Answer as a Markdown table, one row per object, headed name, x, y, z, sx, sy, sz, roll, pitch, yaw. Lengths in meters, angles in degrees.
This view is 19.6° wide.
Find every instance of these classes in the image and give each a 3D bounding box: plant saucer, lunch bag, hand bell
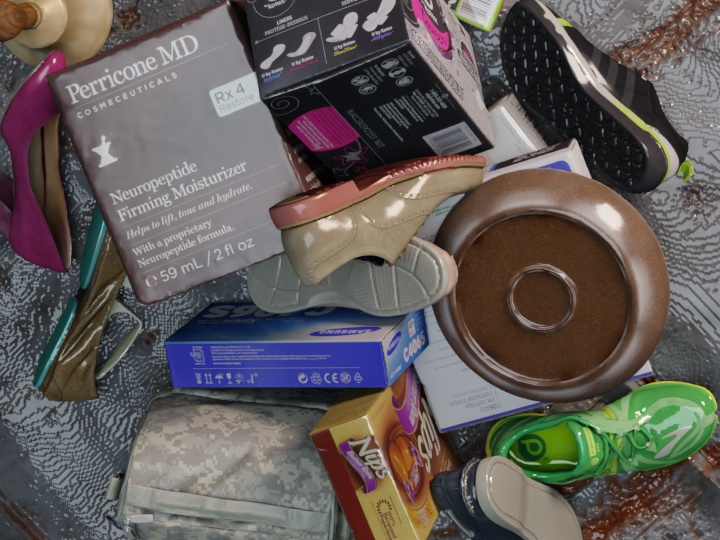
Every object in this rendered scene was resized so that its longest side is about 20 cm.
| name | x | y | z | sx | sy | sz | roll | pitch | yaw |
| --- | --- | --- | --- | --- | --- | --- | --- | --- | --- |
| plant saucer | 0.147 | 0.018 | 1.667 | 0.198 | 0.032 | 0.202 | 5 | 111 | 14 |
| lunch bag | -0.099 | 0.175 | 1.739 | 0.198 | 0.168 | 0.141 | 8 | 101 | 5 |
| hand bell | -0.271 | -0.205 | 1.673 | 0.103 | 0.200 | 0.105 | 1 | 100 | 6 |

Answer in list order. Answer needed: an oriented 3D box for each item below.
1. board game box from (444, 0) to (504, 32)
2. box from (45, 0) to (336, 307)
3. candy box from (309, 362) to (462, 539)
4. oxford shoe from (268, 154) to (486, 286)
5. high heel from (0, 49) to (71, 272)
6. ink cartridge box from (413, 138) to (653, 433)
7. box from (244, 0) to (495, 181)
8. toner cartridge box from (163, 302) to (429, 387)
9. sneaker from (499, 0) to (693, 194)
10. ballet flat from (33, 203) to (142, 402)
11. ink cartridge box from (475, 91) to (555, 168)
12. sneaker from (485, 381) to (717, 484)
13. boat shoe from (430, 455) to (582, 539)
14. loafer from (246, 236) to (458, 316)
| name | x | y | z | sx | sy | sz | roll | pitch | yaw |
| --- | --- | --- | --- | --- | --- | --- | --- | --- | --- |
| board game box | 0.102 | -0.306 | 1.701 | 0.095 | 0.030 | 0.201 | 24 | 105 | 4 |
| box | -0.129 | -0.101 | 1.694 | 0.165 | 0.164 | 0.201 | -21 | 97 | 10 |
| candy box | 0.025 | 0.149 | 1.702 | 0.056 | 0.200 | 0.117 | -20 | 97 | 17 |
| oxford shoe | 0.019 | -0.042 | 1.618 | 0.199 | 0.070 | 0.075 | -19 | 96 | -30 |
| high heel | -0.254 | -0.090 | 1.738 | 0.096 | 0.067 | 0.201 | 34 | 134 | 7 |
| ink cartridge box | 0.120 | 0.014 | 1.713 | 0.196 | 0.047 | 0.201 | -16 | 106 | 22 |
| box | 0.009 | -0.163 | 1.632 | 0.131 | 0.200 | 0.116 | -19 | 64 | 16 |
| toner cartridge box | -0.053 | 0.060 | 1.721 | 0.198 | 0.095 | 0.044 | -2 | 110 | 24 |
| sneaker | 0.194 | -0.142 | 1.706 | 0.200 | 0.083 | 0.072 | 53 | 134 | 14 |
| ballet flat | -0.217 | 0.025 | 1.783 | 0.072 | 0.068 | 0.201 | 17 | 103 | -18 |
| ink cartridge box | 0.100 | -0.028 | 1.754 | 0.200 | 0.050 | 0.163 | -36 | 95 | 29 |
| sneaker | 0.203 | 0.146 | 1.742 | 0.198 | 0.084 | 0.075 | -13 | 98 | 8 |
| boat shoe | 0.125 | 0.213 | 1.734 | 0.061 | 0.200 | 0.075 | -9 | 63 | 30 |
| loafer | 0.000 | 0.000 | 1.700 | 0.199 | 0.063 | 0.073 | -3 | 93 | 36 |
